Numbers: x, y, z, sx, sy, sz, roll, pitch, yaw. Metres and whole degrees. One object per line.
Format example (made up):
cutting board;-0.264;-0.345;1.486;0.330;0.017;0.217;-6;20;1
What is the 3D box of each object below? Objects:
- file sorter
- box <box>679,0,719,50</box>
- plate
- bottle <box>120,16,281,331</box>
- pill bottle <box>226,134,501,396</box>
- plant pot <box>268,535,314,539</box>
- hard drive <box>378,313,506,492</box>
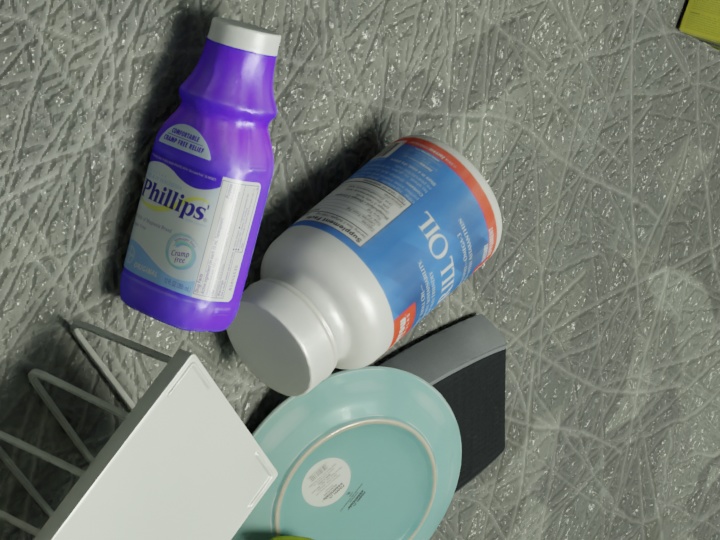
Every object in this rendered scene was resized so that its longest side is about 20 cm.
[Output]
file sorter;-0.179;0.151;1.590;0.200;0.124;0.139;-53;140;-20
box;0.336;-0.283;2.085;0.075;0.050;0.201;17;94;-54
plate;-0.007;0.166;1.841;0.199;0.026;0.201;-13;121;-24
bottle;-0.099;-0.064;1.618;0.065;0.083;0.201;3;106;-52
pill bottle;0.000;0.000;1.752;0.200;0.112;0.113;-41;136;-31
plant pot;-0.033;0.321;1.778;0.181;0.200;0.199;-43;143;-25
hard drive;0.044;0.128;1.928;0.200;0.042;0.135;-28;127;-41
